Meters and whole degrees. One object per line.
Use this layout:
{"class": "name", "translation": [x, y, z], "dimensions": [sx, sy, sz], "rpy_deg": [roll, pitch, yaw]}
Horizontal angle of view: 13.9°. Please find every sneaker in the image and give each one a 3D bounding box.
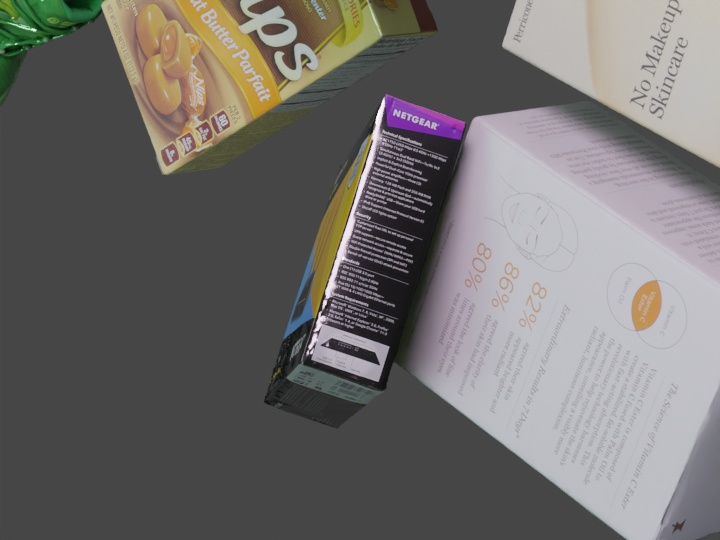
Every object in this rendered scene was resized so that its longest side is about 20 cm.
{"class": "sneaker", "translation": [-0.209, -0.171, 1.854], "dimensions": [0.084, 0.074, 0.201], "rpy_deg": [50, 126, 28]}

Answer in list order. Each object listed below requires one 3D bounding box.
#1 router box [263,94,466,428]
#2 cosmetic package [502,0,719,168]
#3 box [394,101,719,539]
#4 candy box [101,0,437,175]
{"class": "router box", "translation": [0.000, 0.000, 1.603], "dimensions": [0.200, 0.051, 0.150], "rpy_deg": [130, 158, -78]}
{"class": "cosmetic package", "translation": [0.181, -0.119, 1.506], "dimensions": [0.199, 0.073, 0.104], "rpy_deg": [30, 117, 27]}
{"class": "box", "translation": [0.136, 0.026, 1.560], "dimensions": [0.200, 0.106, 0.153], "rpy_deg": [37, 120, 31]}
{"class": "candy box", "translation": [-0.056, -0.149, 1.735], "dimensions": [0.200, 0.055, 0.116], "rpy_deg": [-30, 78, 41]}
